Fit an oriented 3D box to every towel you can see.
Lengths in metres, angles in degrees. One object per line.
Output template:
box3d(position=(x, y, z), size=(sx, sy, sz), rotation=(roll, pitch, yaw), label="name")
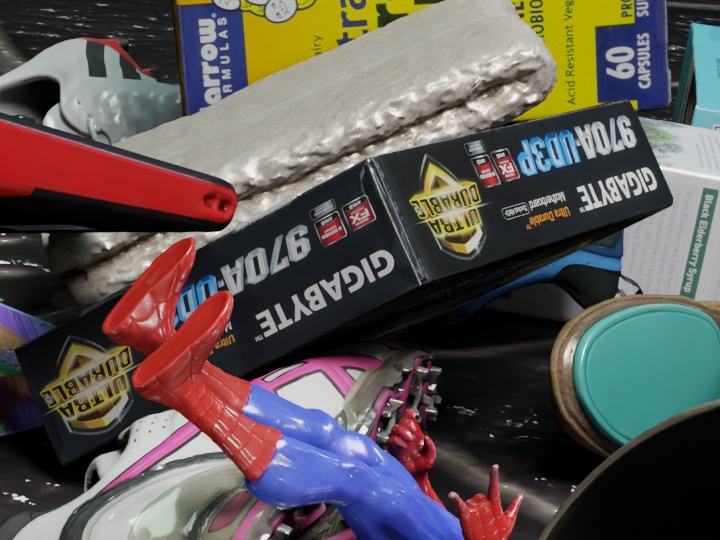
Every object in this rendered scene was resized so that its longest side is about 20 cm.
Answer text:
box3d(position=(-0.025, -0.046, 0.921), size=(0.199, 0.035, 0.133), rotation=(-24, 17, 2), label="towel")

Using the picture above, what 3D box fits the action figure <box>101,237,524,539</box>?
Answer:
box3d(position=(0.016, 0.070, 0.685), size=(0.200, 0.052, 0.065), rotation=(46, -3, -27), label="action figure")

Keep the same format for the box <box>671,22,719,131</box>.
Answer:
box3d(position=(0.184, -0.063, 1.261), size=(0.049, 0.083, 0.200), rotation=(10, 18, 4), label="box")

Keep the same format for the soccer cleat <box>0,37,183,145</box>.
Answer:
box3d(position=(-0.095, -0.055, 1.115), size=(0.085, 0.069, 0.200), rotation=(-21, 34, -35), label="soccer cleat")

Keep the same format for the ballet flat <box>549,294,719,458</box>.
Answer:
box3d(position=(0.124, 0.039, 0.965), size=(0.199, 0.068, 0.072), rotation=(-6, 4, -42), label="ballet flat")

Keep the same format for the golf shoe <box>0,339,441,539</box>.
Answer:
box3d(position=(-0.036, 0.061, 0.776), size=(0.091, 0.073, 0.200), rotation=(15, 19, 19), label="golf shoe")

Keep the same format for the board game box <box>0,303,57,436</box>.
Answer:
box3d(position=(-0.189, 0.006, 0.904), size=(0.199, 0.039, 0.158), rotation=(20, 20, 27), label="board game box")

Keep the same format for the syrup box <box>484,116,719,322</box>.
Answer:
box3d(position=(0.098, -0.025, 1.095), size=(0.198, 0.082, 0.079), rotation=(11, 20, -1), label="syrup box")

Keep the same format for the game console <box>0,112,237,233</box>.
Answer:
box3d(position=(-0.161, -0.039, 0.806), size=(0.176, 0.031, 0.199), rotation=(10, -5, -36), label="game console")

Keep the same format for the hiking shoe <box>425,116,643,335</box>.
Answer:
box3d(position=(0.014, -0.012, 1.015), size=(0.198, 0.087, 0.074), rotation=(-5, 15, 6), label="hiking shoe")

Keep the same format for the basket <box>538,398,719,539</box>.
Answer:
box3d(position=(0.166, 0.104, 0.666), size=(0.199, 0.137, 0.180), rotation=(4, -21, -42), label="basket")

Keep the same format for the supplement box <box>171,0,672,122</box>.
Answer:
box3d(position=(0.021, -0.123, 1.029), size=(0.198, 0.110, 0.110), rotation=(-5, 17, -3), label="supplement box")

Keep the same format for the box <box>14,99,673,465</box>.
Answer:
box3d(position=(0.000, 0.000, 0.869), size=(0.158, 0.046, 0.200), rotation=(-27, -5, 30), label="box")
